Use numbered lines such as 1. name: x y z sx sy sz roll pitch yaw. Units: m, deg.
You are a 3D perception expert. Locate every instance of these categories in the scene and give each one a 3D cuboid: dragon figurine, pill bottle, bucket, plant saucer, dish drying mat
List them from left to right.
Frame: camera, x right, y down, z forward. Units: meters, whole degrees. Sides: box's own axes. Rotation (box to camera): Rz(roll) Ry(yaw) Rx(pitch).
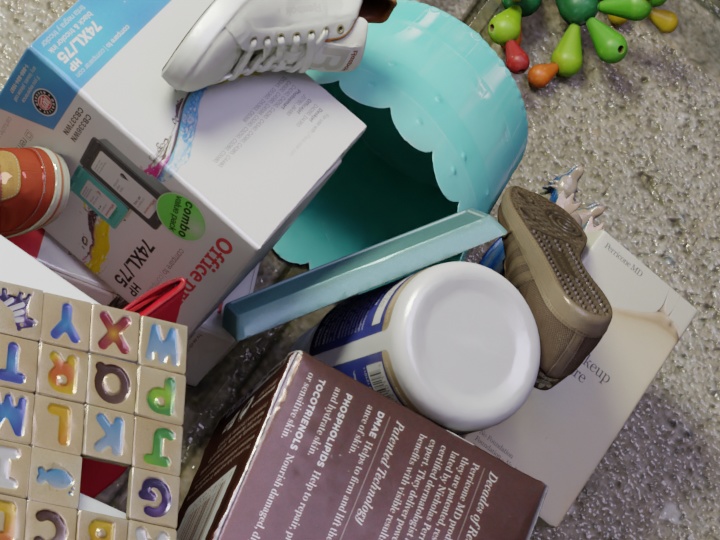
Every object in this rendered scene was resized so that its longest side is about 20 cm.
1. dish drying mat: -0.160 0.084 1.618 0.018 0.200 0.077 40 52 18
2. plant saucer: 0.000 0.000 1.676 0.199 0.070 0.019 -21 101 -9
3. bucket: 0.017 -0.091 1.809 0.207 0.207 0.135 41 51 -1
4. pill bottle: 0.029 0.066 1.713 0.115 0.200 0.116 6 77 -27
5. dragon figurine: 0.131 -0.005 1.902 0.059 0.099 0.200 41 72 -3

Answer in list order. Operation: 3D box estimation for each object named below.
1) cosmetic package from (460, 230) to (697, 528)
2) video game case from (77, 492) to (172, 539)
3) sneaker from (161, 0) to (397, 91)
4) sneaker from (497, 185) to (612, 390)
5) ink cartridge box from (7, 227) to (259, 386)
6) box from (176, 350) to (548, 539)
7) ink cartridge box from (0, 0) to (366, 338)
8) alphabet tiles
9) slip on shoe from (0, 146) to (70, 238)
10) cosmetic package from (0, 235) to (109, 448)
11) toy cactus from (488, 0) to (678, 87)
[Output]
1. cosmetic package: 0.147 0.080 1.807 0.103 0.073 0.200 38 76 -14
2. video game case: -0.243 0.183 1.529 0.200 0.182 0.023 26 40 -12
3. sneaker: -0.044 -0.158 1.602 0.085 0.073 0.200 46 49 6
4. sneaker: 0.122 0.009 1.745 0.070 0.076 0.200 25 22 -18
5. ink cartridge box: -0.175 -0.025 1.741 0.199 0.084 0.145 22 55 -15
6. box: -0.015 0.188 1.643 0.200 0.166 0.165 28 61 -11
7. ink cartridge box: -0.132 -0.086 1.652 0.200 0.147 0.146 41 51 -1
8. alphabet tiles: -0.196 0.090 1.467 0.199 0.008 0.168 15 64 -28
9. slip on shoe: -0.278 -0.035 1.625 0.061 0.200 0.074 10 66 -47
10. cosmetic package: -0.297 0.051 1.563 0.199 0.200 0.123 35 53 -5
11. toy cactus: 0.169 -0.242 2.044 0.200 0.102 0.165 -24 66 -26
